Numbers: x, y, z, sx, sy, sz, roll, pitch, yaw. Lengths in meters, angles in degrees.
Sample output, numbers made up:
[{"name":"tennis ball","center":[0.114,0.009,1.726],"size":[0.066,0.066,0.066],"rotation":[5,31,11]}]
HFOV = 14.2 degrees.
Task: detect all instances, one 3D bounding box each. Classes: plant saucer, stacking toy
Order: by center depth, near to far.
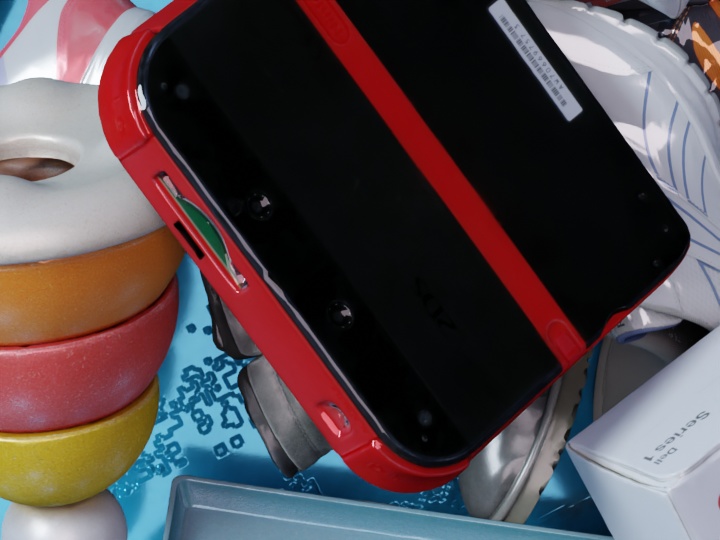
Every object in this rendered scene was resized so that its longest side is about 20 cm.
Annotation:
[{"name":"stacking toy","center":[-0.125,0.038,1.124],"size":[0.145,0.146,0.201],"rotation":[-4,115,-2]},{"name":"plant saucer","center":[0.019,0.127,1.154],"size":[0.199,0.019,0.070],"rotation":[8,49,0]}]

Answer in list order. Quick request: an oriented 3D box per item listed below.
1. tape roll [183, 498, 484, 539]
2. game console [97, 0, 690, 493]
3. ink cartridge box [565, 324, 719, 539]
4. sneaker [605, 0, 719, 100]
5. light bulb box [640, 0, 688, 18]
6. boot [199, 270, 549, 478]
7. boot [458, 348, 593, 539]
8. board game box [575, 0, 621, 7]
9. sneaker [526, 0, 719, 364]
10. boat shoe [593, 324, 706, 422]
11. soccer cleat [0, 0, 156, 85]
[{"name":"tape roll","center":[-0.008,0.188,1.150],"size":[0.199,0.201,0.066],"rotation":[7,135,-2]},{"name":"game console","center":[0.014,-0.037,1.072],"size":[0.177,0.031,0.200],"rotation":[-41,98,-33]},{"name":"ink cartridge box","center":[0.191,0.111,1.131],"size":[0.146,0.084,0.200],"rotation":[-35,112,-16]},{"name":"sneaker","center":[0.195,-0.090,1.213],"size":[0.199,0.078,0.113],"rotation":[-12,96,9]},{"name":"light bulb box","center":[0.047,-0.218,1.104],"size":[0.200,0.198,0.125],"rotation":[32,89,26]},{"name":"boot","center":[-0.008,-0.026,1.144],"size":[0.130,0.068,0.201],"rotation":[-14,88,5]},{"name":"boot","center":[-0.001,0.001,1.202],"size":[0.199,0.073,0.183],"rotation":[17,75,-9]},{"name":"board game box","center":[0.105,-0.162,1.189],"size":[0.199,0.019,0.103],"rotation":[-22,67,10]},{"name":"sneaker","center":[0.113,-0.024,1.153],"size":[0.200,0.074,0.087],"rotation":[48,59,-8]},{"name":"boat shoe","center":[0.153,0.102,1.227],"size":[0.062,0.073,0.201],"rotation":[-9,83,-44]},{"name":"soccer cleat","center":[-0.152,-0.030,1.207],"size":[0.073,0.068,0.200],"rotation":[30,91,16]}]
